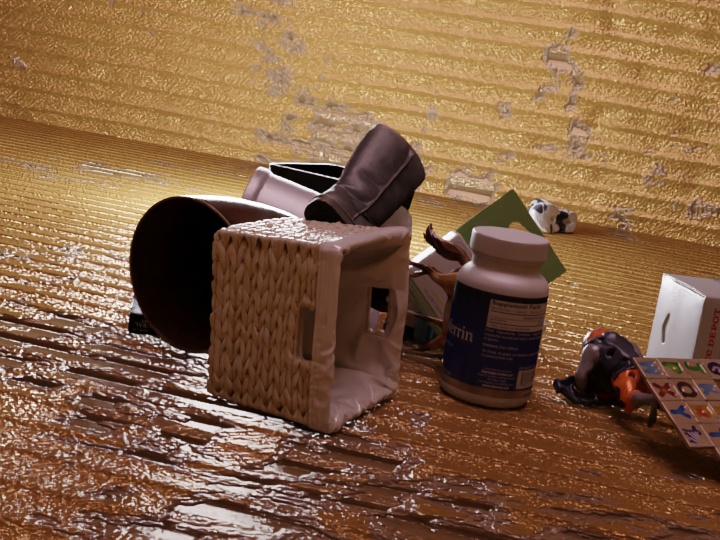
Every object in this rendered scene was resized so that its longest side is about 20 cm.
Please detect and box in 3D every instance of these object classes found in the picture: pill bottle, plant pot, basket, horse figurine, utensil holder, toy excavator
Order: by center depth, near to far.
[{"bbox_3d":[-0.055,0.048,1.208,0.159,0.201,0.200,9,11,22],"label":"basket"},{"bbox_3d":[0.166,0.054,1.335,0.114,0.202,0.116,9,10,-2],"label":"pill bottle"},{"bbox_3d":[-0.152,-0.012,1.372,0.185,0.189,0.199,15,18,28],"label":"plant pot"},{"bbox_3d":[0.112,0.043,1.425,0.131,0.202,0.050,8,29,15],"label":"horse figurine"},{"bbox_3d":[0.157,0.069,1.595,0.199,0.101,0.194,26,17,17],"label":"toy excavator"},{"bbox_3d":[-0.086,-0.034,1.606,0.198,0.171,0.170,23,11,1],"label":"utensil holder"},{"bbox_3d":[-0.041,-0.086,1.958,0.198,0.180,0.199,16,13,30],"label":"plant pot"}]

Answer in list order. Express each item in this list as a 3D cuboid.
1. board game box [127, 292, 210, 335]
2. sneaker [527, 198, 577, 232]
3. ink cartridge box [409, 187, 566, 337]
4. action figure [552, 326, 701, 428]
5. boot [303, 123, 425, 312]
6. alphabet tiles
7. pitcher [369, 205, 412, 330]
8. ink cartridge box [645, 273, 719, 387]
[{"bbox_3d":[-0.202,0.062,1.451,0.198,0.029,0.135,7,11,-10],"label":"board game box"},{"bbox_3d":[0.492,-0.154,3.024,0.198,0.080,0.129,-2,14,-45],"label":"sneaker"},{"bbox_3d":[0.167,0.006,1.490,0.199,0.146,0.048,-35,11,2],"label":"ink cartridge box"},{"bbox_3d":[0.355,0.128,1.380,0.198,0.106,0.193,-4,27,-32],"label":"action figure"},{"bbox_3d":[0.029,-0.069,1.376,0.072,0.183,0.200,-24,15,34],"label":"boot"},{"bbox_3d":[0.411,0.170,1.219,0.165,0.008,0.201,4,39,-26],"label":"alphabet tiles"},{"bbox_3d":[0.000,0.000,1.445,0.121,0.201,0.171,32,-5,-37],"label":"pitcher"},{"bbox_3d":[0.530,0.098,1.560,0.198,0.147,0.145,6,11,-9],"label":"ink cartridge box"}]
